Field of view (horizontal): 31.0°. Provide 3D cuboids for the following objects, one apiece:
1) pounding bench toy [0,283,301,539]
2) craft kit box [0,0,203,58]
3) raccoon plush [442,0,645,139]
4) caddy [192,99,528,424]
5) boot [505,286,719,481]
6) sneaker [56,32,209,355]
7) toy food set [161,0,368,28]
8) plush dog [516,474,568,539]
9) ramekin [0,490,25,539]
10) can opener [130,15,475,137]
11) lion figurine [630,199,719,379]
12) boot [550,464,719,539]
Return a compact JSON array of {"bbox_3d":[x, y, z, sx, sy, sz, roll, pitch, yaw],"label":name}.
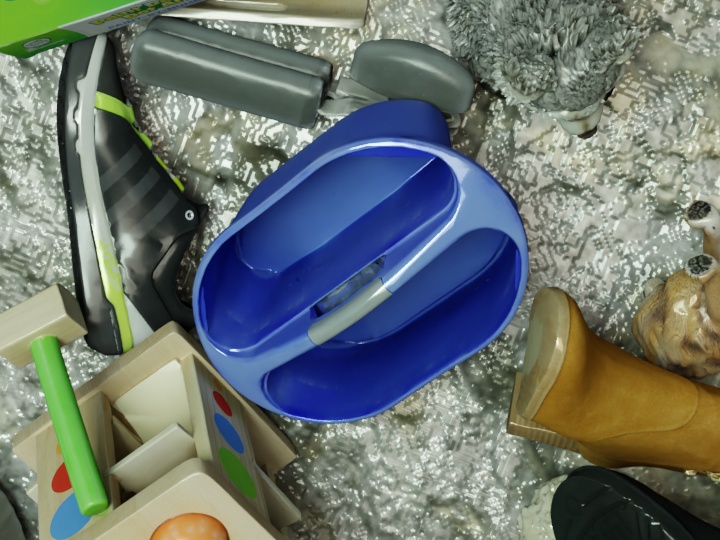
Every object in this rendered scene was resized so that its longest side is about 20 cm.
[{"bbox_3d":[-0.128,0.119,0.713,0.124,0.156,0.200,-35,122,7],"label":"pounding bench toy"},{"bbox_3d":[-0.129,-0.239,0.702,0.196,0.048,0.201,-15,90,15],"label":"craft kit box"},{"bbox_3d":[0.074,-0.161,0.705,0.097,0.134,0.200,-40,95,9],"label":"raccoon plush"},{"bbox_3d":[0.000,0.000,0.723,0.200,0.105,0.141,-36,109,24],"label":"caddy"},{"bbox_3d":[0.158,0.067,0.714,0.143,0.201,0.071,9,71,6],"label":"boot"},{"bbox_3d":[-0.134,-0.046,0.781,0.082,0.072,0.201,-7,101,-17],"label":"sneaker"},{"bbox_3d":[-0.063,-0.243,0.738,0.143,0.060,0.201,4,98,2],"label":"toy food set"},{"bbox_3d":[0.172,0.241,0.769,0.199,0.161,0.172,16,123,1],"label":"plush dog"},{"bbox_3d":[-0.300,0.195,0.797,0.199,0.105,0.201,0,98,3],"label":"ramekin"},{"bbox_3d":[-0.033,-0.116,0.759,0.199,0.053,0.067,12,118,3],"label":"can opener"},{"bbox_3d":[0.243,0.003,0.722,0.199,0.073,0.123,-13,139,20],"label":"lion figurine"},{"bbox_3d":[0.217,0.152,0.693,0.198,0.162,0.074,40,133,22],"label":"boot"}]
